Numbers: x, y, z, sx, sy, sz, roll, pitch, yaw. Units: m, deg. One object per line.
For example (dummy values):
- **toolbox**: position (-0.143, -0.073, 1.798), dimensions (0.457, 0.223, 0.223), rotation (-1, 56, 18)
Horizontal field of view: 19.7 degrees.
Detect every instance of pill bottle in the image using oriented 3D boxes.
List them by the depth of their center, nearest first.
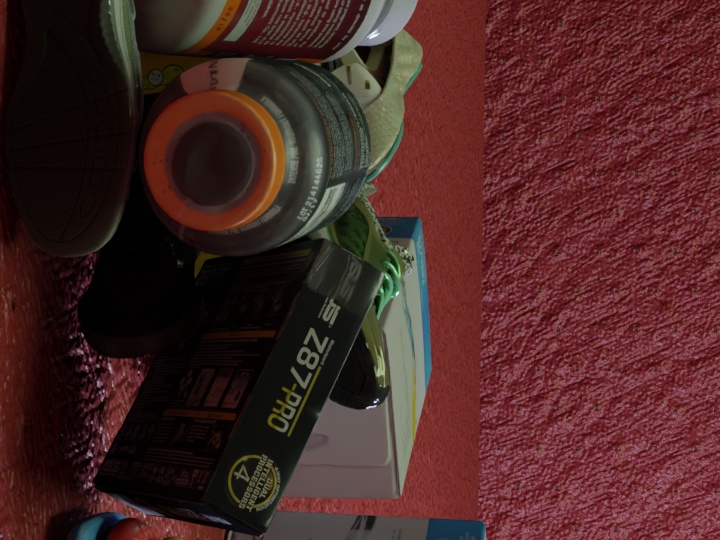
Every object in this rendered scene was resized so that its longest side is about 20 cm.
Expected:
- **pill bottle**: position (-0.060, -0.064, 1.139), dimensions (0.200, 0.105, 0.107), rotation (-28, 117, -79)
- **pill bottle**: position (-0.056, -0.181, 1.236), dimensions (0.199, 0.112, 0.114), rotation (-3, 93, -49)

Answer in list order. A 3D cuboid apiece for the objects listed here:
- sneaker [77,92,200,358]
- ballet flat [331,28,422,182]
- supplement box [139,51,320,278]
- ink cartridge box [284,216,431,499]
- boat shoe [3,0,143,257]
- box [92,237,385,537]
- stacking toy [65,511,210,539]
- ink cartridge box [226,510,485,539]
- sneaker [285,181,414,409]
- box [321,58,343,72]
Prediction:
- **sneaker**: position (-0.132, -0.033, 1.237), dimensions (0.200, 0.075, 0.115), rotation (-80, 164, -58)
- **ballet flat**: position (-0.003, -0.123, 1.421), dimensions (0.063, 0.067, 0.200), rotation (56, 23, -20)
- **supplement box**: position (-0.084, -0.096, 1.408), dimensions (0.109, 0.108, 0.201), rotation (-78, 165, -52)
- **ink cartridge box**: position (-0.030, 0.064, 1.602), dimensions (0.200, 0.145, 0.147), rotation (-72, 160, -63)
- **boat shoe**: position (-0.151, -0.105, 1.130), dimensions (0.065, 0.074, 0.204), rotation (36, 48, -72)
- **box**: position (-0.075, 0.066, 1.195), dimensions (0.200, 0.049, 0.162), rotation (-9, -125, 66)
- **stacking toy**: position (-0.072, 0.200, 1.205), dimensions (0.110, 0.198, 0.117), rotation (20, 69, -79)
- **ink cartridge box**: position (-0.007, 0.265, 1.580), dimensions (0.147, 0.198, 0.086), rotation (-78, 166, -49)
- **sneaker**: position (0.000, 0.000, 1.276), dimensions (0.077, 0.088, 0.201), rotation (115, -32, -42)
- **box**: position (-0.065, -0.125, 1.505), dimensions (0.060, 0.115, 0.202), rotation (-68, 157, -59)
